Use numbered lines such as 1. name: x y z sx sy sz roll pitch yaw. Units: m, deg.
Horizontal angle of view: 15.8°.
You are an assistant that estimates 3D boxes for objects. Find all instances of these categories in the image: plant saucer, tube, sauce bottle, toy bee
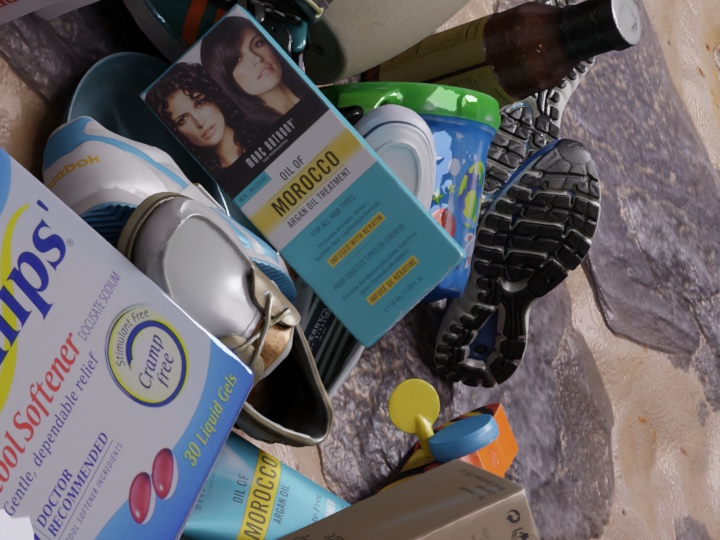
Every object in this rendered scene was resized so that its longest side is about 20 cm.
1. plant saucer: -0.118 -0.032 1.550 0.200 0.027 0.201 35 45 -44
2. tube: -0.029 0.152 1.474 0.199 0.050 0.078 31 47 -26
3. sauce bottle: 0.098 -0.144 1.771 0.066 0.199 0.066 27 56 -50
4. toy bee: 0.047 0.135 1.691 0.200 0.108 0.132 37 34 -77

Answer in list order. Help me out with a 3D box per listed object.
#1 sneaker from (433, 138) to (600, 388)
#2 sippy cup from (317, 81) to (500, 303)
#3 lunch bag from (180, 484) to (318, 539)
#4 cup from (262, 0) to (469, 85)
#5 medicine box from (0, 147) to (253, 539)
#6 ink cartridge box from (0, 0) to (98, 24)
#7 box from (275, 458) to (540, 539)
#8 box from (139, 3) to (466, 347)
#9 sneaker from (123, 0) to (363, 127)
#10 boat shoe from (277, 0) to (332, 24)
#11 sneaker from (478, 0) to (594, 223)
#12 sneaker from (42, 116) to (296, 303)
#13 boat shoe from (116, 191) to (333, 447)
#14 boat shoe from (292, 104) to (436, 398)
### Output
1. sneaker: 0.101 -0.017 1.768 0.078 0.201 0.089 18 38 -14
2. sippy cup: 0.023 -0.047 1.696 0.177 0.139 0.131 6 82 -36
3. lunch bag: -0.028 0.220 1.539 0.200 0.077 0.161 36 48 -36
4. cup: -0.019 -0.204 1.655 0.200 0.200 0.144 50 58 -32
5. medicine box: -0.182 0.072 1.304 0.200 0.103 0.183 42 50 -21
6. ink cartridge box: -0.204 -0.204 1.424 0.200 0.115 0.068 50 40 -31
7. box: -0.003 0.182 1.412 0.199 0.095 0.078 -23 105 -20
8. box: -0.033 -0.055 1.524 0.200 0.082 0.049 48 3 3
9. sneaker: -0.076 -0.147 1.588 0.200 0.080 0.071 52 16 -7
10. boat shoe: -0.074 -0.200 1.492 0.201 0.072 0.061 23 92 -48
11. sneaker: 0.107 -0.105 1.875 0.078 0.090 0.201 36 64 -5
12. sneaker: -0.104 -0.022 1.467 0.200 0.076 0.081 38 25 -52
13. boat shoe: -0.066 0.028 1.401 0.075 0.068 0.200 -55 146 -16
14. boat shoe: 0.000 0.000 1.582 0.073 0.201 0.067 12 24 -18
